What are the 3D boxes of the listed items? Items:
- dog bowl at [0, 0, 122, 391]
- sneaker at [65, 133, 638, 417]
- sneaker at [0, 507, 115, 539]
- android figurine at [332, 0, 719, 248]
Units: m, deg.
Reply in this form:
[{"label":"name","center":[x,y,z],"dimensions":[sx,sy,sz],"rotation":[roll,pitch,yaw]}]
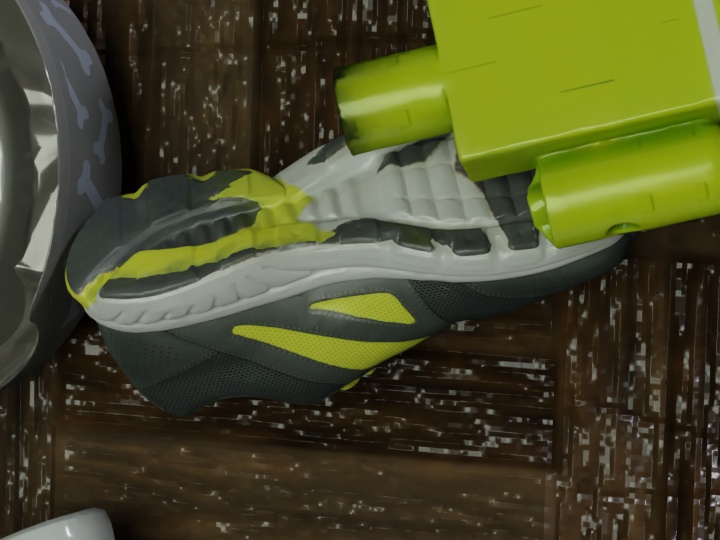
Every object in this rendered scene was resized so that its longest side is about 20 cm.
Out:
[{"label":"dog bowl","center":[-0.174,-0.037,1.045],"dimensions":[0.199,0.059,0.201],"rotation":[2,93,31]},{"label":"sneaker","center":[0.000,0.000,0.993],"dimensions":[0.199,0.085,0.075],"rotation":[-7,47,6]},{"label":"sneaker","center":[-0.136,0.180,1.050],"dimensions":[0.200,0.074,0.118],"rotation":[-44,71,29]},{"label":"android figurine","center":[0.084,-0.103,0.938],"dimensions":[0.199,0.041,0.183],"rotation":[-14,76,5]}]
